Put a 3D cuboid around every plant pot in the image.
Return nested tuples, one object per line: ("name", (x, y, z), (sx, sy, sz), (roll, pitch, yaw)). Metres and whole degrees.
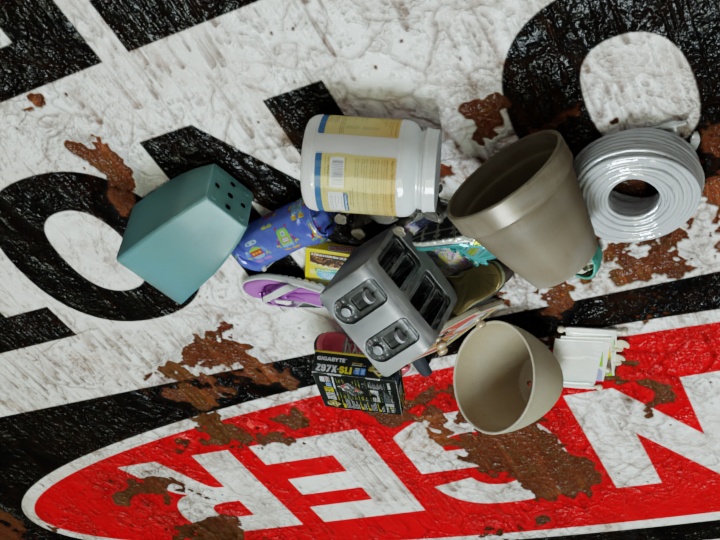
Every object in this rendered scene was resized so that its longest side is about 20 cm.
("plant pot", (-0.281, -0.076, 1.688), (0.141, 0.142, 0.199), (37, 126, -28))
("plant pot", (0.253, -0.075, 1.481), (0.199, 0.201, 0.174), (-25, 111, 35))

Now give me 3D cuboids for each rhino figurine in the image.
("rhino figurine", (0.063, -0.099, 1.602), (0.198, 0.088, 0.060), (-1, 129, 25))

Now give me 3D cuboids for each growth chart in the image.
("growth chart", (0.419, 0.166, 1.890), (0.143, 0.018, 0.201), (8, 139, 4))

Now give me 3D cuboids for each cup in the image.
("cup", (0.288, 0.198, 1.849), (0.142, 0.202, 0.200), (8, 148, -40))

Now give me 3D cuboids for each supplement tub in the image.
("supplement tub", (0.018, -0.156, 1.514), (0.197, 0.146, 0.146), (5, 139, 8))

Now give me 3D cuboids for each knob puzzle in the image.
("knob puzzle", (0.147, 0.125, 1.789), (0.218, 0.031, 0.220), (-28, 167, -7))

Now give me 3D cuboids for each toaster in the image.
("toaster", (0.052, 0.044, 1.666), (0.118, 0.200, 0.181), (-32, 102, 34))

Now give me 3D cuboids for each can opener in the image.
("can opener", (0.100, 0.137, 1.894), (0.078, 0.064, 0.201), (-5, 137, 17))

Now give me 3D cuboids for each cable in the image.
("cable", (0.414, -0.124, 1.518), (0.198, 0.070, 0.201), (-6, 137, 19))

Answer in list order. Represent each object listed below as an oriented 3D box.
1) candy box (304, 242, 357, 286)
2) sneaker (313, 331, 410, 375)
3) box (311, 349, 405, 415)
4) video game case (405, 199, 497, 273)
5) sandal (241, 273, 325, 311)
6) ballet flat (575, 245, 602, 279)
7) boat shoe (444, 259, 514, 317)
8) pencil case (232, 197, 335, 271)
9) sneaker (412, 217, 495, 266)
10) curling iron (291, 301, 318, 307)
("candy box", (0.000, 0.000, 1.790), (0.197, 0.027, 0.103), (9, 143, 3))
("sneaker", (0.009, 0.156, 1.922), (0.198, 0.075, 0.087), (20, 154, -23))
("box", (0.000, 0.214, 1.904), (0.158, 0.050, 0.200), (7, 155, 10))
("video game case", (0.162, -0.050, 1.701), (0.198, 0.018, 0.144), (19, 139, -9))
("sandal", (-0.133, 0.047, 1.831), (0.200, 0.050, 0.083), (4, 148, 25))
("ballet flat", (0.313, -0.046, 1.630), (0.199, 0.071, 0.067), (30, 139, -19))
("boat shoe", (0.188, 0.032, 1.721), (0.064, 0.074, 0.199), (-11, 173, -36))
("pencil case", (-0.131, -0.061, 1.707), (0.199, 0.078, 0.087), (-23, 100, 34))
("sneaker", (0.178, -0.041, 1.617), (0.198, 0.078, 0.080), (0, 123, 21))
("curling iron", (-0.035, 0.065, 1.871), (0.197, 0.026, 0.050), (0, 135, 14))
